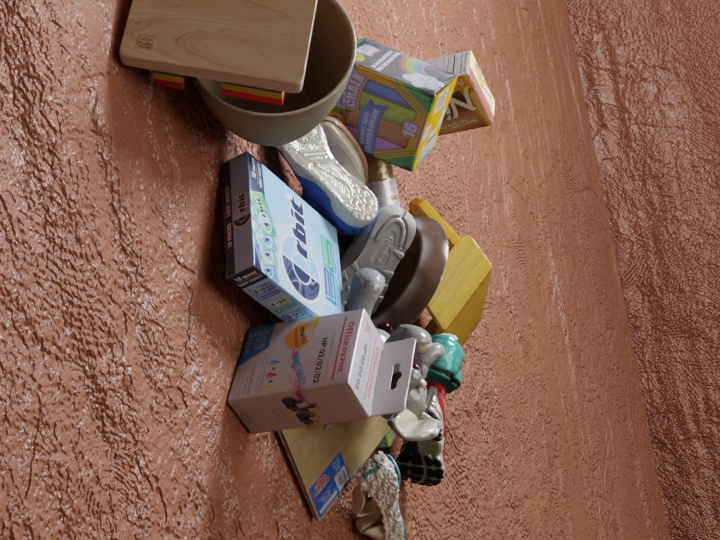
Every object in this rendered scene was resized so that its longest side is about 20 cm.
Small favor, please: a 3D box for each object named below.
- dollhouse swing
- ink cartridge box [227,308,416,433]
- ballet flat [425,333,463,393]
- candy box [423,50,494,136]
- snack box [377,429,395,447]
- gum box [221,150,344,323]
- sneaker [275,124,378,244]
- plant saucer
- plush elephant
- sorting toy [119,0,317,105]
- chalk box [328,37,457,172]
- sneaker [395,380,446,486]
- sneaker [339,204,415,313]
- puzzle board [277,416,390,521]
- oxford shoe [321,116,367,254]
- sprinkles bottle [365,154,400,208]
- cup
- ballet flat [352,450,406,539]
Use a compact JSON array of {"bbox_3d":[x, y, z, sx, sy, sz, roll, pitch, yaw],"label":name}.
[{"bbox_3d":[0.099,0.025,2.016,0.182,0.175,0.200,-51,165,-20],"label":"dollhouse swing"},{"bbox_3d":[-0.043,0.115,1.511,0.116,0.198,0.068,-78,149,-42],"label":"ink cartridge box"},{"bbox_3d":[0.122,0.129,1.861,0.200,0.067,0.071,79,35,-77],"label":"ballet flat"},{"bbox_3d":[0.094,-0.259,1.993,0.116,0.198,0.056,55,33,-47],"label":"candy box"},{"bbox_3d":[0.030,0.144,1.865,0.200,0.052,0.144,-53,131,-60],"label":"snack box"},{"bbox_3d":[-0.092,-0.023,1.587,0.200,0.044,0.171,40,35,-46],"label":"gum box"},{"bbox_3d":[-0.068,-0.121,1.731,0.200,0.111,0.077,47,56,2],"label":"sneaker"},{"bbox_3d":[0.037,0.008,1.775,0.032,0.199,0.202,33,47,-32],"label":"plant saucer"},{"bbox_3d":[0.041,0.130,1.646,0.154,0.165,0.201,22,103,-41],"label":"plush elephant"},{"bbox_3d":[-0.150,-0.286,1.457,0.070,0.198,0.201,101,-3,-63],"label":"sorting toy"},{"bbox_3d":[0.017,-0.246,1.863,0.124,0.198,0.125,-47,157,-60],"label":"chalk box"},{"bbox_3d":[0.098,0.237,1.881,0.201,0.076,0.085,98,10,-47],"label":"sneaker"},{"bbox_3d":[0.000,0.000,1.749,0.076,0.201,0.080,38,-2,-20],"label":"sneaker"},{"bbox_3d":[-0.034,0.201,1.684,0.200,0.017,0.152,-47,126,-45],"label":"puzzle board"},{"bbox_3d":[-0.027,-0.116,1.815,0.202,0.070,0.074,70,27,-24],"label":"oxford shoe"},{"bbox_3d":[0.030,-0.083,1.941,0.068,0.068,0.202,-25,104,-67],"label":"sprinkles bottle"},{"bbox_3d":[-0.108,-0.230,1.553,0.144,0.198,0.202,100,-7,-63],"label":"cup"},{"bbox_3d":[0.018,0.316,1.748,0.201,0.071,0.072,84,13,-47],"label":"ballet flat"}]
